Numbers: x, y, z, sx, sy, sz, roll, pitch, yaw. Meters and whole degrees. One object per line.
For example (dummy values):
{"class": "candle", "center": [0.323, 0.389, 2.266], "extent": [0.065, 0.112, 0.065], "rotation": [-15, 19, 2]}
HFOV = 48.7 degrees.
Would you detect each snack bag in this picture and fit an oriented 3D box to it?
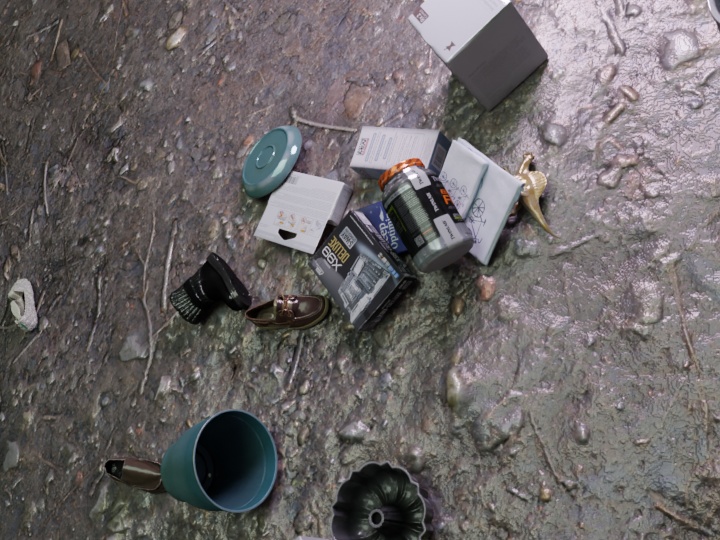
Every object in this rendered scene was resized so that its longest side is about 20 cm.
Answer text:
{"class": "snack bag", "center": [0.212, -0.129, 1.531], "extent": [0.200, 0.021, 0.189], "rotation": [45, 125, 40]}

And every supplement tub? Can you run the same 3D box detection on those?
{"class": "supplement tub", "center": [0.120, -0.106, 1.518], "extent": [0.122, 0.122, 0.200], "rotation": [-33, 74, 19]}

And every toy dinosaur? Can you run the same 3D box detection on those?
{"class": "toy dinosaur", "center": [0.307, -0.142, 1.500], "extent": [0.101, 0.058, 0.200], "rotation": [-22, 61, 25]}

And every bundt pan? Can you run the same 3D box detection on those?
{"class": "bundt pan", "center": [0.047, 0.447, 1.428], "extent": [0.202, 0.076, 0.202], "rotation": [-13, 65, 30]}

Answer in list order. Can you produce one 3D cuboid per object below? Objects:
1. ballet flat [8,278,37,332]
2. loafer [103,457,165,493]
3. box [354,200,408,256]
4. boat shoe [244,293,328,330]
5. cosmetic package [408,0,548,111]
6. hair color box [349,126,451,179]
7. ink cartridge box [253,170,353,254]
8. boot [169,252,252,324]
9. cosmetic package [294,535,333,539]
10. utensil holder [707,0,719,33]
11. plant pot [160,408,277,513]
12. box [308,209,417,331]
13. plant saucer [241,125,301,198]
{"class": "ballet flat", "center": [-0.973, 0.089, 2.279], "extent": [0.072, 0.072, 0.200], "rotation": [-43, 53, 13]}
{"class": "loafer", "center": [-0.510, 0.464, 1.805], "extent": [0.200, 0.071, 0.073], "rotation": [-5, 69, 33]}
{"class": "box", "center": [0.056, -0.085, 1.643], "extent": [0.200, 0.032, 0.121], "rotation": [-18, 75, 33]}
{"class": "boat shoe", "center": [-0.163, 0.086, 1.719], "extent": [0.200, 0.072, 0.072], "rotation": [-9, 67, 32]}
{"class": "cosmetic package", "center": [0.235, -0.464, 1.587], "extent": [0.165, 0.200, 0.165], "rotation": [-42, 54, 14]}
{"class": "hair color box", "center": [0.083, -0.246, 1.693], "extent": [0.200, 0.061, 0.099], "rotation": [11, 78, 36]}
{"class": "ink cartridge box", "center": [-0.131, -0.131, 1.804], "extent": [0.200, 0.044, 0.174], "rotation": [18, 83, 38]}
{"class": "boot", "center": [-0.349, 0.069, 1.846], "extent": [0.158, 0.079, 0.211], "rotation": [-46, 42, 2]}
{"class": "cosmetic package", "center": [-0.100, 0.602, 1.409], "extent": [0.200, 0.167, 0.166], "rotation": [-41, 53, 13]}
{"class": "utensil holder", "center": [0.663, -0.400, 1.269], "extent": [0.170, 0.200, 0.170], "rotation": [-13, 65, 30]}
{"class": "plant pot", "center": [-0.304, 0.400, 1.627], "extent": [0.188, 0.200, 0.200], "rotation": [-24, 59, 43]}
{"class": "box", "center": [0.000, 0.000, 1.624], "extent": [0.158, 0.050, 0.200], "rotation": [-49, 60, 22]}
{"class": "plant saucer", "center": [-0.220, -0.266, 1.899], "extent": [0.200, 0.027, 0.200], "rotation": [-28, 46, 33]}
